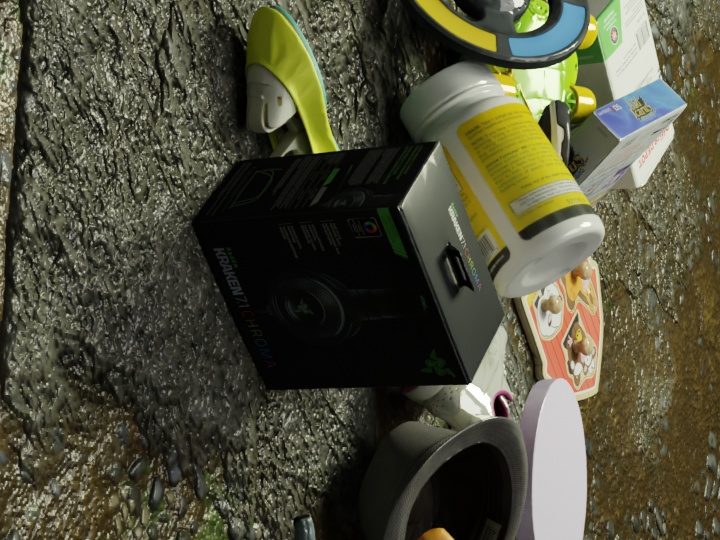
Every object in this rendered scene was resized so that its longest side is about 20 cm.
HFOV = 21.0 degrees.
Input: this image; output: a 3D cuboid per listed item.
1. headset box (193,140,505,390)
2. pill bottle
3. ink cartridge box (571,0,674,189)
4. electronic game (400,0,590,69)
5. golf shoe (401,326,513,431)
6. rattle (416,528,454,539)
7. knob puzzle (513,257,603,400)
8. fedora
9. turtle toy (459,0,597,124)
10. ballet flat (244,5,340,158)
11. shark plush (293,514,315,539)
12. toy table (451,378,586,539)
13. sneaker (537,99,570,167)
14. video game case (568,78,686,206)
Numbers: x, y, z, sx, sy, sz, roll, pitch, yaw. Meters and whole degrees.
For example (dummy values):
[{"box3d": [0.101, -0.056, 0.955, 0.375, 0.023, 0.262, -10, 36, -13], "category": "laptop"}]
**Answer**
[{"box3d": [0.000, 0.000, 1.520, 0.093, 0.200, 0.174, -58, 136, -46], "category": "headset box"}, {"box3d": [0.125, -0.086, 1.762, 0.114, 0.114, 0.200, 4, 51, -60], "category": "pill bottle"}, {"box3d": [0.269, -0.205, 2.131, 0.146, 0.084, 0.200, -49, 128, -51], "category": "ink cartridge box"}, {"box3d": [0.121, -0.264, 1.806, 0.200, 0.200, 0.042, -61, 179, -43], "category": "electronic game"}, {"box3d": [0.104, 0.102, 1.782, 0.092, 0.075, 0.200, 46, 24, 5], "category": "golf shoe"}, {"box3d": [0.053, 0.329, 1.664, 0.200, 0.130, 0.143, 63, 10, -62], "category": "rattle"}, {"box3d": [0.233, 0.054, 2.097, 0.220, 0.030, 0.220, 11, 77, -60], "category": "knob puzzle"}, {"box3d": [0.060, 0.200, 1.684, 0.177, 0.090, 0.200, -35, 133, -29], "category": "fedora"}, {"box3d": [0.150, -0.179, 1.901, 0.145, 0.101, 0.201, 5, 85, -37], "category": "turtle toy"}, {"box3d": [-0.057, -0.115, 1.576, 0.067, 0.067, 0.200, -39, 125, -30], "category": "ballet flat"}, {"box3d": [-0.026, 0.294, 1.560, 0.091, 0.083, 0.201, 0, 87, -60], "category": "shark plush"}, {"box3d": [0.135, 0.202, 1.819, 0.184, 0.117, 0.200, 48, 46, -48], "category": "toy table"}, {"box3d": [0.143, -0.072, 1.847, 0.072, 0.083, 0.200, -78, -176, -67], "category": "sneaker"}, {"box3d": [0.228, -0.104, 1.970, 0.045, 0.181, 0.200, 46, 30, 10], "category": "video game case"}]
